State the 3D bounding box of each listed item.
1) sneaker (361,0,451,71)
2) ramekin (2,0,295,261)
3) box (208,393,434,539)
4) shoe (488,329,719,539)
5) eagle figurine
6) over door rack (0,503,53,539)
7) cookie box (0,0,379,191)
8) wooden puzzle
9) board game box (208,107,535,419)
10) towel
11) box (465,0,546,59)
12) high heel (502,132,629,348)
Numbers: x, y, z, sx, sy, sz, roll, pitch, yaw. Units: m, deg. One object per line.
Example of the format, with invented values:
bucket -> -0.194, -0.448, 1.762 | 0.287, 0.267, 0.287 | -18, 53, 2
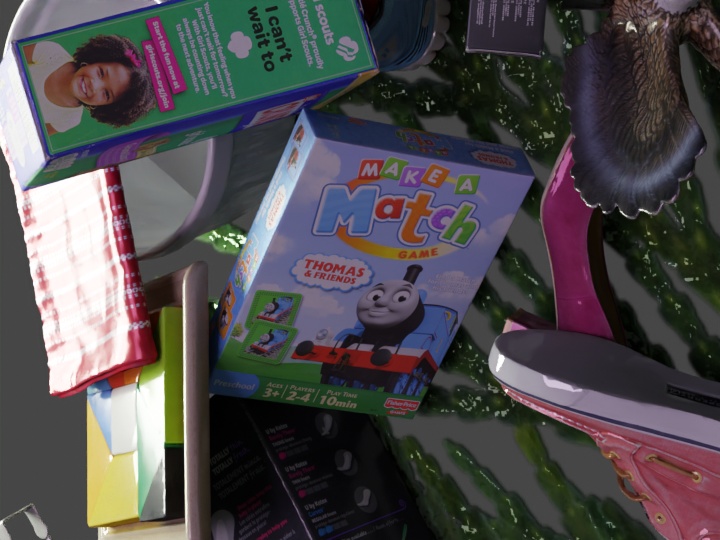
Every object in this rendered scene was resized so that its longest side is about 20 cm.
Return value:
sneaker -> 0.009, -0.217, 1.510 | 0.078, 0.090, 0.200 | 7, 105, 39
ramekin -> -0.135, -0.111, 1.653 | 0.200, 0.105, 0.200 | 12, 109, 39
box -> -0.040, 0.173, 1.642 | 0.122, 0.106, 0.200 | -37, 76, 41
shoe -> 0.164, 0.104, 1.442 | 0.200, 0.071, 0.091 | 16, 116, 9
eagle figurine -> 0.177, -0.124, 1.349 | 0.152, 0.151, 0.200 | -26, 76, 31
over door rack -> -0.227, 0.267, 1.843 | 0.148, 0.067, 0.200 | -31, 101, 41
cookie box -> -0.107, -0.114, 1.459 | 0.171, 0.200, 0.075 | 162, 91, -77
wooden puzzle -> -0.141, 0.098, 1.594 | 0.200, 0.037, 0.185 | 159, 112, -65
board game box -> 0.000, 0.000, 1.538 | 0.200, 0.151, 0.037 | -66, 29, 30
towel -> -0.185, -0.024, 1.595 | 0.145, 0.022, 0.200 | -19, 82, 58
box -> 0.090, -0.234, 1.394 | 0.043, 0.160, 0.200 | 5, 107, 3
high heel -> 0.149, -0.006, 1.472 | 0.096, 0.067, 0.200 | 21, 107, 14
